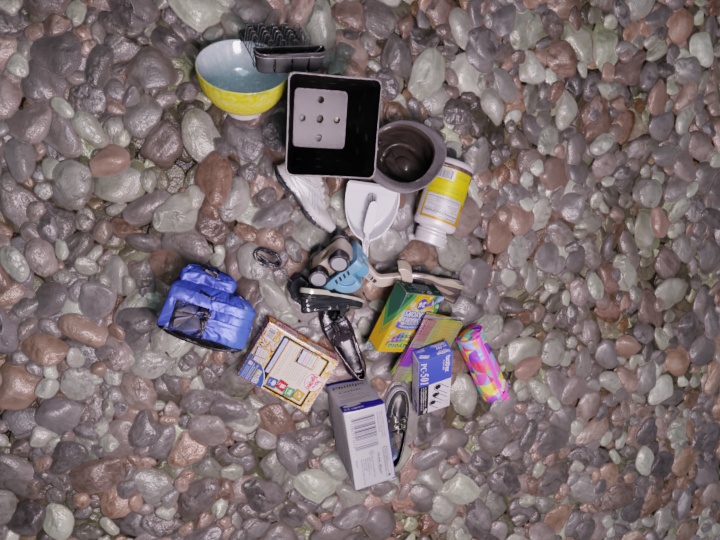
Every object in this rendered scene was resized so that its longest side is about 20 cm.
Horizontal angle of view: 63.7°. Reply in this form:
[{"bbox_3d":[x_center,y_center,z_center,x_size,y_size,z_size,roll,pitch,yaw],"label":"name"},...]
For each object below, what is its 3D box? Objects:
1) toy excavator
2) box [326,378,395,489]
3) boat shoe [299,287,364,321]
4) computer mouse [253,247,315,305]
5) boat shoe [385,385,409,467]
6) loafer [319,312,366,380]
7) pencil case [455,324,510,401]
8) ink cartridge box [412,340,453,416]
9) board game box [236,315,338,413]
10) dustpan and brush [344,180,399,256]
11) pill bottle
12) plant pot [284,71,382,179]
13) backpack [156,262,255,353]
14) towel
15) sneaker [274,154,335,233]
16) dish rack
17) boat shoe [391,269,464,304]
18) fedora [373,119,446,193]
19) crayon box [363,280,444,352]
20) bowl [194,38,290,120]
[{"bbox_3d":[0.000,0.000,1.362,0.192,0.101,0.200,-34,123,21],"label":"toy excavator"},{"bbox_3d":[-0.002,0.377,1.378,0.102,0.200,0.190,-11,101,-14],"label":"box"},{"bbox_3d":[-0.066,0.084,1.355,0.197,0.073,0.068,15,82,-52],"label":"boat shoe"},{"bbox_3d":[-0.171,0.015,1.375,0.199,0.034,0.059,43,103,-11],"label":"computer mouse"},{"bbox_3d":[0.094,0.401,1.482,0.067,0.057,0.206,5,97,-15],"label":"boat shoe"},{"bbox_3d":[-0.035,0.178,1.412,0.071,0.063,0.204,-29,104,-8],"label":"loafer"},{"bbox_3d":[0.319,0.243,1.507,0.087,0.088,0.203,-31,103,-8],"label":"pencil case"},{"bbox_3d":[0.177,0.271,1.445,0.091,0.045,0.204,-15,130,-13],"label":"ink cartridge box"},{"bbox_3d":[-0.172,0.226,1.381,0.197,0.046,0.153,32,98,-16],"label":"board game box"},{"bbox_3d":[0.017,-0.101,1.387,0.135,0.058,0.205,5,115,-18],"label":"dustpan and brush"},{"bbox_3d":[0.195,-0.164,1.402,0.107,0.109,0.205,17,94,-16],"label":"pill bottle"},{"bbox_3d":[-0.075,-0.323,1.263,0.193,0.178,0.206,0,110,-15],"label":"plant pot"},{"bbox_3d":[-0.326,0.086,1.272,0.196,0.162,0.172,23,88,-16],"label":"backpack"},{"bbox_3d":[0.164,0.192,1.432,0.141,0.023,0.203,8,119,-39],"label":"towel"},{"bbox_3d":[-0.113,-0.177,1.340,0.087,0.074,0.202,-39,106,-11],"label":"sneaker"},{"bbox_3d":[-0.173,-0.481,1.222,0.149,0.202,0.055,-9,139,-23],"label":"dish rack"},{"bbox_3d":[0.167,0.044,1.443,0.194,0.074,0.076,11,95,-15],"label":"boat shoe"},{"bbox_3d":[0.108,-0.252,1.351,0.197,0.090,0.180,28,81,21],"label":"fedora"},{"bbox_3d":[0.103,0.127,1.392,0.123,0.052,0.203,6,121,-37],"label":"crayon box"},{"bbox_3d":[-0.250,-0.391,1.241,0.194,0.204,0.109,-4,141,-14],"label":"bowl"}]
